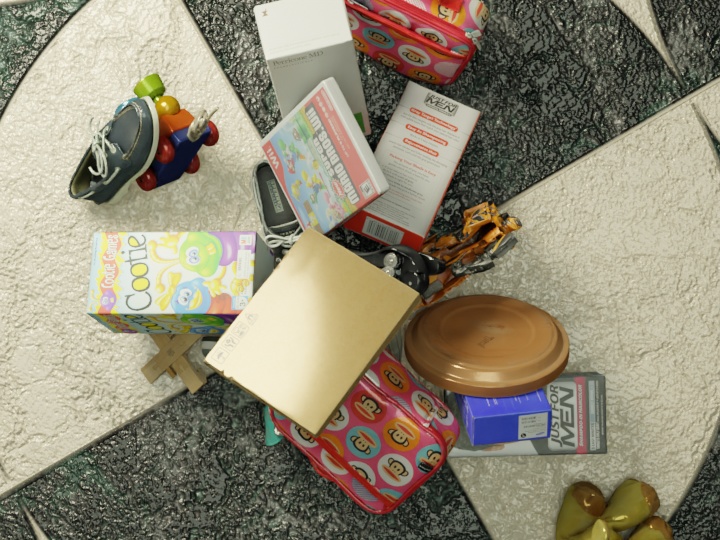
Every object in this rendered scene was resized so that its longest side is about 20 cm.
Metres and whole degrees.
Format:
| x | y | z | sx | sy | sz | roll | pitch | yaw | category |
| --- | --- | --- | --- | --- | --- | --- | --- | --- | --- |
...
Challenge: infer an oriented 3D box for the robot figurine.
| x | y | z | sx | sy | sz | roll | pitch | yaw | category |
| --- | --- | --- | --- | --- | --- | --- | --- | --- | --- |
| 0.106 | -0.015 | 1.669 | 0.200 | 0.145 | 0.058 | -33 | 105 | 11 | robot figurine |

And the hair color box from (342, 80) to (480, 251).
| x | y | z | sx | sy | sz | roll | pitch | yaw | category |
| --- | --- | --- | --- | --- | --- | --- | --- | --- | --- |
| 0.063 | -0.124 | 1.665 | 0.101 | 0.061 | 0.200 | 24 | 62 | 2 | hair color box |

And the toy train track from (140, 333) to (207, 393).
| x | y | z | sx | sy | sz | roll | pitch | yaw | category |
| --- | --- | --- | --- | --- | --- | --- | --- | --- | --- |
| -0.256 | 0.066 | 1.723 | 0.115 | 0.033 | 0.200 | -41 | 82 | 31 | toy train track |

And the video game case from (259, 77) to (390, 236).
| x | y | z | sx | sy | sz | roll | pitch | yaw | category |
| --- | --- | --- | --- | --- | --- | --- | --- | --- | --- |
| -0.046 | -0.124 | 1.595 | 0.017 | 0.200 | 0.143 | -25 | 86 | -30 | video game case |

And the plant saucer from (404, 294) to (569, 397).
| x | y | z | sx | sy | sz | roll | pitch | yaw | category |
| --- | --- | --- | --- | --- | --- | --- | --- | --- | --- |
| 0.152 | 0.083 | 1.645 | 0.200 | 0.200 | 0.032 | -1 | 121 | 0 | plant saucer |

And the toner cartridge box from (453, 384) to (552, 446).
| x | y | z | sx | sy | sz | roll | pitch | yaw | category |
| --- | --- | --- | --- | --- | --- | --- | --- | --- | --- |
| 0.159 | 0.132 | 1.638 | 0.095 | 0.200 | 0.043 | -4 | 120 | -6 | toner cartridge box |

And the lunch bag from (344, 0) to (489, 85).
| x | y | z | sx | sy | sz | roll | pitch | yaw | category |
| --- | --- | --- | --- | --- | --- | --- | --- | --- | --- |
| 0.053 | -0.313 | 1.639 | 0.200 | 0.176 | 0.082 | 25 | 73 | -6 | lunch bag |

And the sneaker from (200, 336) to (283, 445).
| x | y | z | sx | sy | sz | roll | pitch | yaw | category |
| --- | --- | --- | --- | --- | --- | --- | --- | --- | --- |
| -0.114 | 0.157 | 1.704 | 0.200 | 0.084 | 0.121 | 14 | 84 | 3 | sneaker |

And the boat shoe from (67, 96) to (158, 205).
| x | y | z | sx | sy | sz | roll | pitch | yaw | category |
| --- | --- | --- | --- | --- | --- | --- | --- | --- | --- |
| -0.302 | -0.144 | 1.650 | 0.062 | 0.200 | 0.075 | -4 | 69 | -33 | boat shoe |

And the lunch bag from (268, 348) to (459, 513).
| x | y | z | sx | sy | sz | roll | pitch | yaw | category |
| --- | --- | --- | --- | --- | --- | --- | --- | --- | --- |
| -0.003 | 0.183 | 1.602 | 0.200 | 0.082 | 0.176 | 42 | 122 | 0 | lunch bag |

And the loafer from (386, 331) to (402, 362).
| x | y | z | sx | sy | sz | roll | pitch | yaw | category |
| --- | --- | --- | --- | --- | --- | --- | --- | --- | --- |
| 0.017 | 0.118 | 1.654 | 0.070 | 0.070 | 0.200 | -2 | 132 | 14 | loafer |

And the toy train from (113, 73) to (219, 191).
| x | y | z | sx | sy | sz | roll | pitch | yaw | category |
| --- | --- | --- | --- | --- | --- | --- | --- | --- | --- |
| -0.232 | -0.192 | 1.653 | 0.085 | 0.200 | 0.116 | -27 | 79 | -36 | toy train |

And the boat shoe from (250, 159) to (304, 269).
| x | y | z | sx | sy | sz | roll | pitch | yaw | category |
| --- | --- | --- | --- | --- | --- | --- | --- | --- | --- |
| -0.088 | -0.045 | 1.705 | 0.073 | 0.068 | 0.200 | -14 | 90 | 1 | boat shoe |

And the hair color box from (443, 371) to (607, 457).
| x | y | z | sx | sy | sz | roll | pitch | yaw | category |
| --- | --- | --- | --- | --- | --- | --- | --- | --- | --- |
| 0.205 | 0.181 | 1.709 | 0.199 | 0.061 | 0.099 | -2 | 90 | 1 | hair color box |

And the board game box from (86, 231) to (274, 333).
| x | y | z | sx | sy | sz | roll | pitch | yaw | category |
| --- | --- | --- | --- | --- | --- | --- | --- | --- | --- |
| -0.214 | 0.016 | 1.636 | 0.199 | 0.103 | 0.105 | -1 | 74 | 9 | board game box |

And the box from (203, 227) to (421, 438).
| x | y | z | sx | sy | sz | roll | pitch | yaw | category |
| --- | --- | --- | --- | --- | --- | --- | --- | --- | --- |
| -0.054 | 0.067 | 1.528 | 0.163 | 0.021 | 0.200 | 31 | 73 | 22 | box |

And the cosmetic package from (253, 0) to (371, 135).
| x | y | z | sx | sy | sz | roll | pitch | yaw | category |
| --- | --- | --- | --- | --- | --- | --- | --- | --- | --- |
| -0.055 | -0.238 | 1.634 | 0.107 | 0.200 | 0.085 | -14 | 63 | 2 | cosmetic package |

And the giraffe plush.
| x | y | z | sx | sy | sz | roll | pitch | yaw | category |
| --- | --- | --- | --- | --- | --- | --- | --- | --- | --- |
| 0.294 | 0.352 | 1.657 | 0.200 | 0.162 | 0.173 | -20 | 90 | 0 | giraffe plush |

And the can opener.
| x | y | z | sx | sy | sz | roll | pitch | yaw | category |
| --- | --- | --- | --- | --- | --- | --- | --- | --- | --- |
| 0.000 | 0.000 | 1.616 | 0.200 | 0.079 | 0.064 | 3 | 79 | 31 | can opener |
